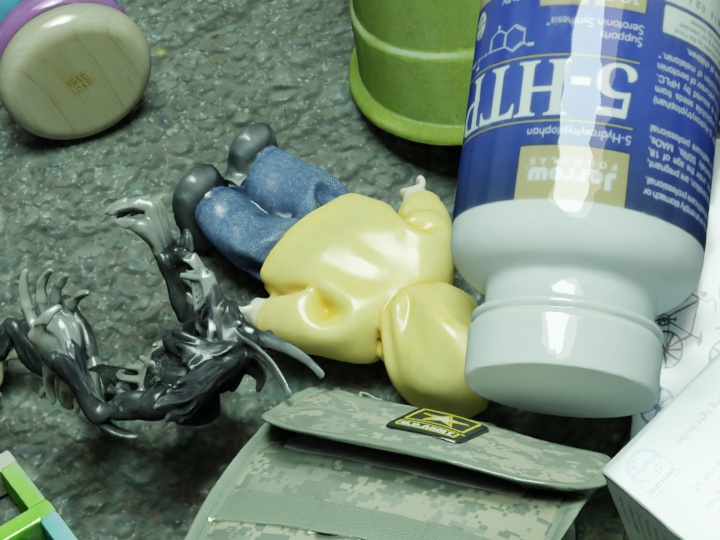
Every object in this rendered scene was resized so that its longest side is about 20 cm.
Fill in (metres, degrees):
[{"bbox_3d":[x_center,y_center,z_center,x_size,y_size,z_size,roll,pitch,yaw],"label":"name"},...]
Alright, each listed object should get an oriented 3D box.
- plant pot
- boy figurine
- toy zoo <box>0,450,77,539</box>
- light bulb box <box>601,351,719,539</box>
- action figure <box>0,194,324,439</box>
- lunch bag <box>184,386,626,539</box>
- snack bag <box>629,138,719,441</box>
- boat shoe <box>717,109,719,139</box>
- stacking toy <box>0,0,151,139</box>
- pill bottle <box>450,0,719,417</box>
[{"bbox_3d":[0.058,-0.200,1.241,0.199,0.190,0.201,-15,37,12],"label":"plant pot"},{"bbox_3d":[0.000,0.000,1.192,0.200,0.065,0.124,35,63,29],"label":"boy figurine"},{"bbox_3d":[-0.166,0.182,1.083,0.131,0.021,0.200,-30,53,-18],"label":"toy zoo"},{"bbox_3d":[0.221,0.139,0.951,0.125,0.198,0.200,-43,58,-10],"label":"light bulb box"},{"bbox_3d":[-0.120,0.027,1.127,0.199,0.103,0.119,-5,18,25],"label":"action figure"},{"bbox_3d":[0.019,0.131,1.047,0.163,0.118,0.200,11,44,19],"label":"lunch bag"},{"bbox_3d":[0.232,0.030,1.125,0.199,0.021,0.190,6,72,14],"label":"snack bag"},{"bbox_3d":[0.219,-0.069,1.218,0.199,0.075,0.093,-7,57,1],"label":"boat shoe"},{"bbox_3d":[-0.186,-0.164,1.346,0.085,0.086,0.200,-19,47,-10],"label":"stacking toy"},{"bbox_3d":[0.104,-0.039,1.114,0.119,0.120,0.201,4,72,10],"label":"pill bottle"}]
